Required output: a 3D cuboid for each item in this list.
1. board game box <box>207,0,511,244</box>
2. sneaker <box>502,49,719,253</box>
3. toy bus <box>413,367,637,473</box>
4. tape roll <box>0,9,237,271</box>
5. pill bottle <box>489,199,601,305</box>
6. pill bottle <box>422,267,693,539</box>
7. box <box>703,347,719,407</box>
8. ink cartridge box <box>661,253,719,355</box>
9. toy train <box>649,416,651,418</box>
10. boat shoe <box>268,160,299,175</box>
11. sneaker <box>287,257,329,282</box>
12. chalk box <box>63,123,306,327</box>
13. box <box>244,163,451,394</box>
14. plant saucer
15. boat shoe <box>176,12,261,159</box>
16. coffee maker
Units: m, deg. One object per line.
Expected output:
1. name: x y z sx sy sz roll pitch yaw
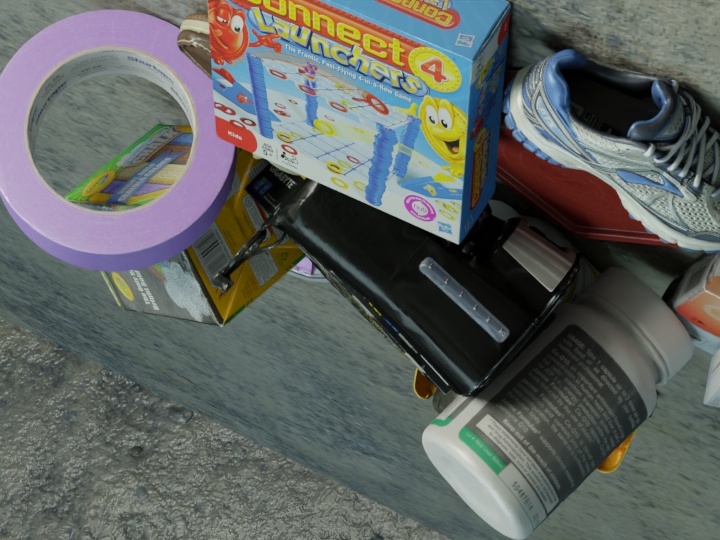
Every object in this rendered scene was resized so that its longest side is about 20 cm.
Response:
1. board game box: -0.004 -0.131 1.563 0.199 0.056 0.196 24 148 16
2. sneaker: 0.187 -0.077 1.476 0.199 0.077 0.085 25 158 -6
3. toy bus: 0.162 0.092 2.100 0.199 0.137 0.192 23 180 9
4. tape roll: -0.198 -0.104 1.881 0.199 0.201 0.066 27 168 2
5. pill bottle: 0.139 0.027 1.892 0.112 0.113 0.200 16 163 41
6. pill bottle: 0.152 0.098 1.784 0.113 0.200 0.113 45 168 12
7. box: 0.361 0.088 1.716 0.198 0.041 0.156 10 167 2
8. ink cartridge box: 0.329 0.057 1.759 0.199 0.050 0.162 31 168 0
9. toy train: 0.188 0.087 2.219 0.199 0.034 0.046 27 179 0
10. boat shoe: -0.035 -0.144 1.693 0.071 0.063 0.200 30 153 10
11. sneaker: -0.081 -0.058 2.122 0.200 0.073 0.114 29 164 -6
12. chalk box: -0.160 -0.043 2.032 0.199 0.124 0.125 9 132 50
13. box: 0.000 0.000 1.910 0.160 0.049 0.200 45 179 -31
14. plant saucer: 0.153 -0.073 1.647 0.199 0.037 0.200 35 165 -30
15. boat shoe: -0.062 -0.120 1.817 0.202 0.075 0.075 32 167 -17
16. coffee maker: 0.034 -0.003 1.739 0.200 0.192 0.135 44 -154 -3
